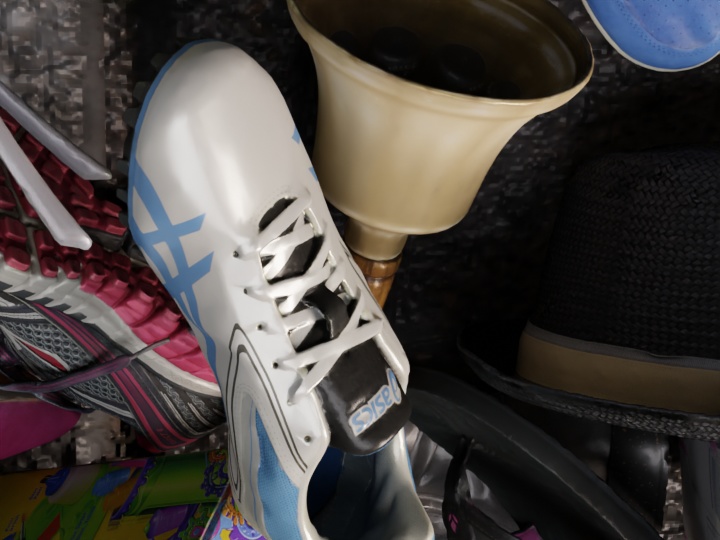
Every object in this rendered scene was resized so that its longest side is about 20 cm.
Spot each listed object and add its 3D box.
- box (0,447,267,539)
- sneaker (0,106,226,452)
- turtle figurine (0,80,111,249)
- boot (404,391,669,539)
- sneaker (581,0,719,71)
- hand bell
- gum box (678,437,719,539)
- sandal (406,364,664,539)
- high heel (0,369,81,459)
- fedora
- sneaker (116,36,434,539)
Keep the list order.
[{"bbox_3d":[-0.099,0.184,0.892,0.192,0.200,0.122,-9,138,46],"label":"box"},{"bbox_3d":[-0.117,0.006,0.870,0.200,0.081,0.075,33,121,-27],"label":"sneaker"},{"bbox_3d":[-0.157,-0.094,0.748,0.193,0.144,0.200,10,122,-6],"label":"turtle figurine"},{"bbox_3d":[0.050,0.122,0.993,0.131,0.070,0.201,0,117,-1],"label":"boot"},{"bbox_3d":[0.102,-0.127,0.763,0.076,0.111,0.200,-2,129,-3],"label":"sneaker"},{"bbox_3d":[0.000,0.000,0.847,0.104,0.104,0.200,10,121,-13],"label":"hand bell"},{"bbox_3d":[0.185,0.089,0.881,0.113,0.200,0.066,-5,101,0],"label":"gum box"},{"bbox_3d":[0.078,0.111,0.900,0.200,0.075,0.048,47,68,-23],"label":"sandal"},{"bbox_3d":[-0.187,0.082,0.882,0.200,0.067,0.096,-3,105,-47],"label":"high heel"},{"bbox_3d":[0.134,0.003,0.856,0.200,0.201,0.092,2,97,-7],"label":"fedora"},{"bbox_3d":[-0.020,0.014,0.775,0.072,0.072,0.200,15,136,38],"label":"sneaker"}]
